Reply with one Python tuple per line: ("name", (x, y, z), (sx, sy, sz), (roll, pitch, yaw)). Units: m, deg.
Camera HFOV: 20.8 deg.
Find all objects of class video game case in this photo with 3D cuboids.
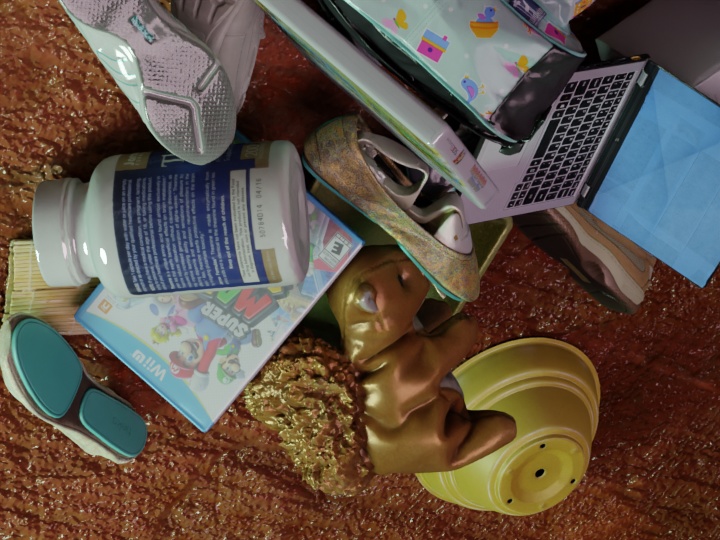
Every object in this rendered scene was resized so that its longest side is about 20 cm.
("video game case", (-0.113, 0.007, 1.558), (0.143, 0.018, 0.200), (40, 96, 3))
("video game case", (0.008, -0.133, 1.427), (0.023, 0.200, 0.182), (-48, 161, 1))

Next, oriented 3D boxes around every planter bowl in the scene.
("planter bowl", (0.153, 0.167, 1.836), (0.199, 0.084, 0.201), (-13, 128, -17))

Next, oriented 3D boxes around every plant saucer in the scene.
("plant saucer", (0.000, 0.000, 1.661), (0.199, 0.048, 0.201), (15, 116, -34))

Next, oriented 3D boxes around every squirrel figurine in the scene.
("squirrel figurine", (0.002, 0.077, 1.601), (0.199, 0.142, 0.187), (-27, 125, -8))

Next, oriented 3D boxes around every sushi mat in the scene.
("sushi mat", (-0.192, 0.012, 1.599), (0.199, 0.012, 0.096), (-2, 123, -25))

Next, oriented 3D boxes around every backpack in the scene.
("backpack", (0.063, -0.198, 1.364), (0.199, 0.176, 0.154), (32, 104, -4))

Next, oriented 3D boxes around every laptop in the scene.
("laptop", (0.196, -0.065, 1.546), (0.199, 0.116, 0.188), (-11, 149, -22))

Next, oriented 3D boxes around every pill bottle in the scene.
("pill bottle", (-0.143, -0.037, 1.495), (0.199, 0.111, 0.111), (-5, 129, 6))

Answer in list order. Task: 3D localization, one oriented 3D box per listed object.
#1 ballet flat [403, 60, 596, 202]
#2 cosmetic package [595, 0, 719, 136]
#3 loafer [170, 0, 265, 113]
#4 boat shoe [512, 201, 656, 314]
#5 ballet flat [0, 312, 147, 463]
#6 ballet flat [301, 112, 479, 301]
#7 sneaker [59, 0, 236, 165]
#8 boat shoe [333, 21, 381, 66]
("ballet flat", (0.114, -0.134, 1.597), (0.200, 0.073, 0.073), (-36, 133, -16))
("cosmetic package", (0.325, -0.149, 1.641), (0.200, 0.123, 0.200), (-36, 132, -15))
("loafer", (-0.104, -0.190, 1.467), (0.070, 0.070, 0.201), (-30, 145, -54))
("boat shoe", (0.195, -0.044, 1.722), (0.200, 0.071, 0.076), (43, 73, -40))
("ballet flat", (-0.250, 0.102, 1.602), (0.200, 0.062, 0.068), (52, 49, -44))
("ballet flat", (0.041, -0.051, 1.540), (0.200, 0.071, 0.071), (41, 101, -22))
("sneaker", (-0.158, -0.166, 1.422), (0.070, 0.080, 0.201), (-37, 115, -6))
("boat shoe", (-0.003, -0.245, 1.472), (0.091, 0.071, 0.200), (-37, 136, -1))
